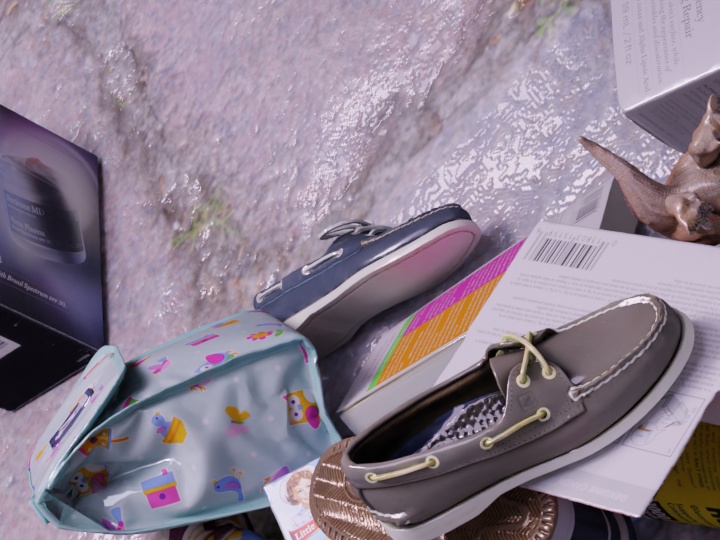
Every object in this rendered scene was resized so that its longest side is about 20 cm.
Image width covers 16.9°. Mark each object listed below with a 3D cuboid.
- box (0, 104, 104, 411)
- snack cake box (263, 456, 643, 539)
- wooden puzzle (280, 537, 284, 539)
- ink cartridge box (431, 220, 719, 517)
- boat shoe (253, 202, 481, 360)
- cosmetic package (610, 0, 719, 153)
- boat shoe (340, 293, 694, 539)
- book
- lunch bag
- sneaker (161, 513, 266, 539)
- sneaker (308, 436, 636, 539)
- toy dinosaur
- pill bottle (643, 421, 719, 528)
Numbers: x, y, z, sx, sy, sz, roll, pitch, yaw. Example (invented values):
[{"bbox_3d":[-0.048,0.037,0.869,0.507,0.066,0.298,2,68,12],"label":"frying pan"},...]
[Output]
[{"bbox_3d":[-0.313,-0.028,1.906,0.123,0.200,0.199,-31,49,31],"label":"box"},{"bbox_3d":[0.056,0.140,1.470,0.200,0.067,0.115,-28,69,6],"label":"snack cake box"},{"bbox_3d":[0.012,0.224,1.554,0.185,0.046,0.200,-35,47,26],"label":"wooden puzzle"},{"bbox_3d":[0.136,0.059,1.346,0.200,0.044,0.174,11,60,48],"label":"ink cartridge box"},{"bbox_3d":[0.000,0.000,1.675,0.200,0.075,0.062,-37,57,38],"label":"boat shoe"},{"bbox_3d":[0.257,-0.160,1.503,0.200,0.074,0.102,-26,52,35],"label":"cosmetic package"},{"bbox_3d":[0.083,0.071,1.292,0.202,0.060,0.072,-33,34,10],"label":"boat shoe"},{"bbox_3d":[0.086,0.026,1.555,0.200,0.048,0.134,-35,15,28],"label":"book"},{"bbox_3d":[-0.125,0.107,1.588,0.200,0.122,0.170,-19,9,-9],"label":"lunch bag"},{"bbox_3d":[-0.085,0.194,1.607,0.090,0.075,0.200,-54,21,27],"label":"sneaker"},{"bbox_3d":[0.067,0.145,1.400,0.200,0.108,0.070,5,79,46],"label":"sneaker"},{"bbox_3d":[0.220,-0.044,1.393,0.136,0.200,0.086,120,146,-77],"label":"toy dinosaur"},{"bbox_3d":[0.238,0.092,1.349,0.200,0.112,0.113,2,70,46],"label":"pill bottle"}]
